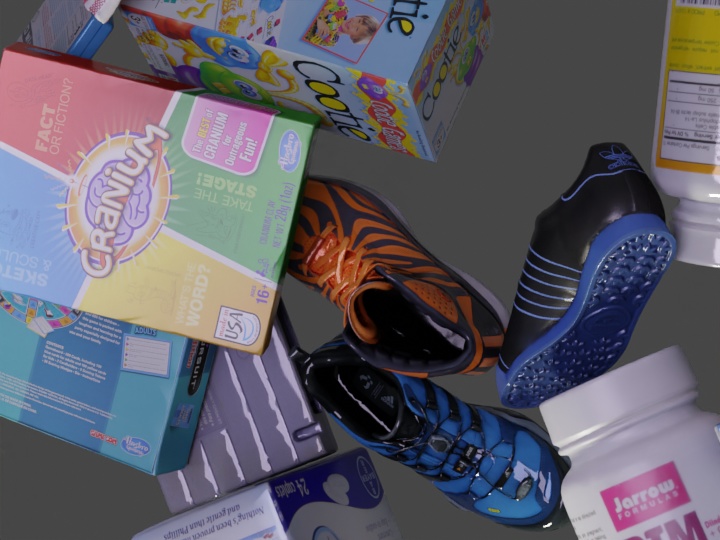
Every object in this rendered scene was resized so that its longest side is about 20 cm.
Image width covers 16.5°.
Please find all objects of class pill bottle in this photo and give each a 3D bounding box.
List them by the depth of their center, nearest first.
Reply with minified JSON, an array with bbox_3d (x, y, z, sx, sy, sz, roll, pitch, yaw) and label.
[{"bbox_3d":[0.231,-0.103,1.471,0.109,0.109,0.201,8,96,21],"label":"pill bottle"},{"bbox_3d":[0.190,0.154,1.500,0.113,0.113,0.200,-26,84,21],"label":"pill bottle"}]

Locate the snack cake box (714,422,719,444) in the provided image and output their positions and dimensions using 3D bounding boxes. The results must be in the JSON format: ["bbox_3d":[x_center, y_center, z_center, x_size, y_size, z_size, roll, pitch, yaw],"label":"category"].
[{"bbox_3d":[0.319,0.083,1.445,0.200,0.115,0.067,-23,84,21],"label":"snack cake box"}]

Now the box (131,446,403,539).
[{"bbox_3d":[-0.031,0.228,1.555,0.105,0.184,0.200,-23,85,19],"label":"box"}]

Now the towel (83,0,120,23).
[{"bbox_3d":[-0.140,-0.240,1.574,0.030,0.200,0.146,32,98,-25],"label":"towel"}]

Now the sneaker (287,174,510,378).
[{"bbox_3d":[0.000,0.000,1.566,0.200,0.112,0.078,30,103,17],"label":"sneaker"}]

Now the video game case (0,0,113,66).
[{"bbox_3d":[-0.228,-0.111,1.645,0.018,0.143,0.200,31,107,-22],"label":"video game case"}]

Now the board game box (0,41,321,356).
[{"bbox_3d":[-0.138,-0.045,1.551,0.200,0.040,0.153,13,101,3],"label":"board game box"}]

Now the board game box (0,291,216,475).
[{"bbox_3d":[-0.164,0.015,1.632,0.151,0.047,0.200,19,100,22],"label":"board game box"}]

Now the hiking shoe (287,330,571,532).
[{"bbox_3d":[0.046,0.109,1.568,0.200,0.087,0.075,30,105,18],"label":"hiking shoe"}]

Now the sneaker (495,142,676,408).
[{"bbox_3d":[0.131,0.005,1.519,0.200,0.070,0.078,121,142,-47],"label":"sneaker"}]

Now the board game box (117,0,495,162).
[{"bbox_3d":[-0.032,-0.158,1.557,0.200,0.103,0.105,18,69,20],"label":"board game box"}]

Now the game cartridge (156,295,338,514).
[{"bbox_3d":[-0.106,0.049,1.654,0.129,0.038,0.200,-23,84,25],"label":"game cartridge"}]
